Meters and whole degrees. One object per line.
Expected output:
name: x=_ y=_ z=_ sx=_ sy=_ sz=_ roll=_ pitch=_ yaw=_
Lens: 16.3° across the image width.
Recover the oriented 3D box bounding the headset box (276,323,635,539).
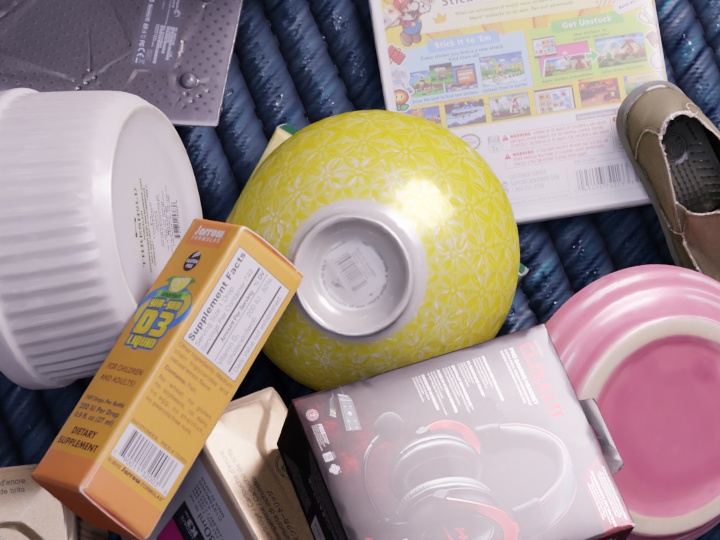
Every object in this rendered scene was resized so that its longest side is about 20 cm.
headset box: x=0.067 y=0.131 z=1.574 sx=0.199 sy=0.075 sz=0.149 roll=-15 pitch=67 yaw=-18

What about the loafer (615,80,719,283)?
loafer: x=0.241 y=-0.035 z=1.709 sx=0.075 sy=0.070 sz=0.200 roll=-36 pitch=103 yaw=-1

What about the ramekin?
ramekin: x=-0.180 y=-0.026 z=1.657 sx=0.104 sy=0.200 sz=0.202 roll=-8 pitch=85 yaw=18

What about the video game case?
video game case: x=0.116 y=-0.125 z=1.758 sx=0.198 sy=0.023 sz=0.183 roll=-9 pitch=86 yaw=1

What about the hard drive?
hard drive: x=-0.184 y=-0.169 z=1.746 sx=0.198 sy=0.042 sz=0.136 roll=10 pitch=74 yaw=2

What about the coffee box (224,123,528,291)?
coffee box: x=0.000 y=0.000 z=1.728 sx=0.199 sy=0.044 sz=0.123 roll=32 pitch=101 yaw=4

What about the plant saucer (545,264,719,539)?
plant saucer: x=0.199 y=0.099 z=1.683 sx=0.199 sy=0.051 sz=0.202 roll=-5 pitch=103 yaw=-19

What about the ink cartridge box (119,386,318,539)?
ink cartridge box: x=-0.065 y=0.204 z=1.642 sx=0.075 sy=0.165 sz=0.201 roll=-19 pitch=70 yaw=-35

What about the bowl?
bowl: x=0.002 y=-0.004 z=1.650 sx=0.199 sy=0.108 sz=0.202 roll=1 pitch=97 yaw=8

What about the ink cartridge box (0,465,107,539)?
ink cartridge box: x=-0.275 y=0.178 z=1.663 sx=0.198 sy=0.165 sz=0.076 roll=-6 pitch=82 yaw=0

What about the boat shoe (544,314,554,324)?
boat shoe: x=0.144 y=0.077 z=1.723 sx=0.200 sy=0.072 sz=0.066 roll=-36 pitch=117 yaw=-14

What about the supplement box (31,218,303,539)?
supplement box: x=-0.120 y=0.066 z=1.571 sx=0.069 sy=0.066 sz=0.201 roll=44 pitch=69 yaw=-31
